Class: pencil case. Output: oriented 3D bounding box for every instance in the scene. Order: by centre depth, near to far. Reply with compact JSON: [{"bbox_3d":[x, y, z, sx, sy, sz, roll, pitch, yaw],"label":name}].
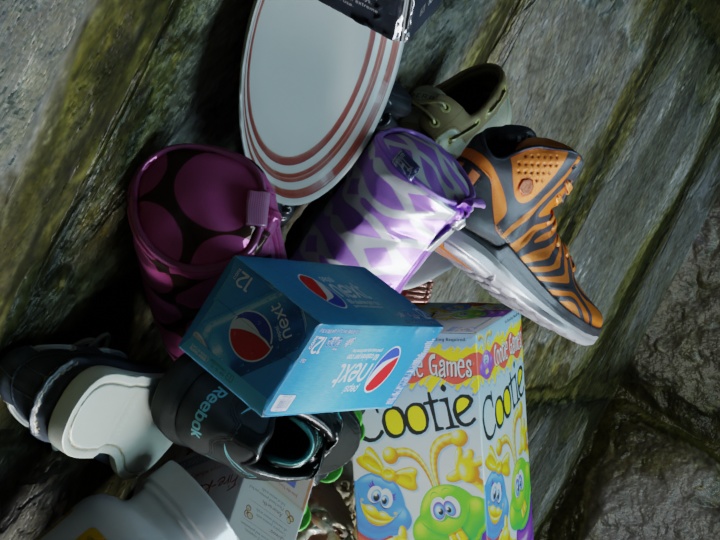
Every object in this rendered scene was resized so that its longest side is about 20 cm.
[{"bbox_3d":[-0.082,-0.002,1.395,0.200,0.093,0.091,79,25,-69],"label":"pencil case"},{"bbox_3d":[0.000,0.000,1.533,0.200,0.085,0.084,-54,166,26],"label":"pencil case"}]

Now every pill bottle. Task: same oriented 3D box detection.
[{"bbox_3d":[-0.164,0.203,1.372,0.200,0.104,0.104,-40,160,-13],"label":"pill bottle"}]

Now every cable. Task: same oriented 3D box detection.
[{"bbox_3d":[-0.036,-0.064,1.550,0.164,0.051,0.200,-57,166,9],"label":"cable"}]

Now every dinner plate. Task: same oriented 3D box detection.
[{"bbox_3d":[-0.026,-0.138,1.409,0.200,0.024,0.202,-41,139,-49],"label":"dinner plate"}]

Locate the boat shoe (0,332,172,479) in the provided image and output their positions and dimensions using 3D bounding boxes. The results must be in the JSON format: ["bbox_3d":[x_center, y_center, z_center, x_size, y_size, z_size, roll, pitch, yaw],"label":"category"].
[{"bbox_3d":[-0.153,0.078,1.362,0.075,0.062,0.200,-60,163,5],"label":"boat shoe"}]

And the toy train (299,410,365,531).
[{"bbox_3d":[-0.064,0.163,1.593,0.201,0.056,0.042,-56,165,-17],"label":"toy train"}]

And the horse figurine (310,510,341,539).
[{"bbox_3d":[-0.109,0.185,1.635,0.199,0.133,0.050,-35,168,-27],"label":"horse figurine"}]

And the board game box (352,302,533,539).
[{"bbox_3d":[0.059,0.132,1.694,0.105,0.102,0.202,-26,114,-65],"label":"board game box"}]

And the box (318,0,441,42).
[{"bbox_3d":[0.035,-0.268,1.243,0.200,0.123,0.197,-50,163,-36],"label":"box"}]

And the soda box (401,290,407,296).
[{"bbox_3d":[-0.037,0.042,1.693,0.200,0.063,0.070,-49,160,-38],"label":"soda box"}]

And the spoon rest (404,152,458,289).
[{"bbox_3d":[0.067,-0.045,1.648,0.199,0.060,0.100,-19,121,-53],"label":"spoon rest"}]

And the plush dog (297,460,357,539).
[{"bbox_3d":[-0.074,0.208,1.789,0.172,0.161,0.200,-46,156,15],"label":"plush dog"}]

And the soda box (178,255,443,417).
[{"bbox_3d":[-0.025,0.038,1.367,0.064,0.068,0.200,-57,161,10],"label":"soda box"}]

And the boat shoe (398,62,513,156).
[{"bbox_3d":[0.047,-0.104,1.719,0.200,0.074,0.067,-33,130,-54],"label":"boat shoe"}]

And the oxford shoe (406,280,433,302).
[{"bbox_3d":[0.013,0.024,1.866,0.074,0.070,0.201,-85,-168,-57],"label":"oxford shoe"}]

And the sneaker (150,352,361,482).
[{"bbox_3d":[-0.047,0.102,1.406,0.200,0.079,0.076,18,99,-60],"label":"sneaker"}]

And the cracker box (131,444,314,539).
[{"bbox_3d":[-0.104,0.183,1.504,0.134,0.058,0.201,-25,-143,43],"label":"cracker box"}]

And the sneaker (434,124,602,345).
[{"bbox_3d":[0.128,-0.028,1.628,0.200,0.077,0.113,37,84,-47],"label":"sneaker"}]
